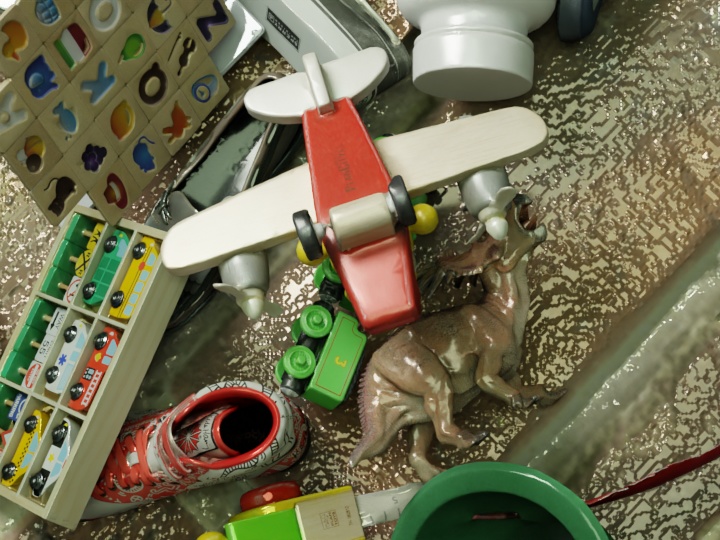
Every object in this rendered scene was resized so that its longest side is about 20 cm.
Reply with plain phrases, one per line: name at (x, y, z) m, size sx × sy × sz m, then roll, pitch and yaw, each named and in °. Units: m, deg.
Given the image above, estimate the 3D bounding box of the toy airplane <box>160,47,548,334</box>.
toy airplane at (-0.003, -0.044, 1.233) m, size 0.199 × 0.142 × 0.200 m, roll 14°, pitch 53°, yaw 33°

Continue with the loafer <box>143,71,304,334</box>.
loafer at (-0.105, -0.051, 1.322) m, size 0.071 × 0.063 × 0.201 m, roll 30°, pitch 83°, yaw 11°

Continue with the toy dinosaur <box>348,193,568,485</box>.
toy dinosaur at (0.052, 0.053, 1.266) m, size 0.199 × 0.086 × 0.136 m, roll -34°, pitch 77°, yaw -14°

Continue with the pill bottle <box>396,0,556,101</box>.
pill bottle at (0.080, -0.223, 1.314) m, size 0.110 × 0.111 × 0.202 m, roll 2°, pitch 80°, yaw 6°

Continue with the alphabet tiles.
alphabet tiles at (-0.163, -0.134, 1.267) m, size 0.006 × 0.167 × 0.200 m, roll 15°, pitch 57°, yaw 42°

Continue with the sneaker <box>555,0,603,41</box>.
sneaker at (0.189, -0.248, 1.331) m, size 0.081 × 0.070 × 0.202 m, roll 15°, pitch 83°, yaw 8°

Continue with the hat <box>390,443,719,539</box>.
hat at (0.144, 0.191, 1.277) m, size 0.198 × 0.175 × 0.168 m, roll -5°, pitch 94°, yaw 34°

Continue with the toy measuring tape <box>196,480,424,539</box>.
toy measuring tape at (-0.018, 0.168, 1.284) m, size 0.198 × 0.074 × 0.074 m, roll -11°, pitch 77°, yaw -20°

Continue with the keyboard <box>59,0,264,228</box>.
keyboard at (-0.154, -0.116, 1.355) m, size 0.200 × 0.011 × 0.056 m, roll -45°, pitch 80°, yaw 3°

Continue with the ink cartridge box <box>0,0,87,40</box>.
ink cartridge box at (-0.212, -0.251, 1.329) m, size 0.143 × 0.145 × 0.202 m, roll 22°, pitch 82°, yaw 8°

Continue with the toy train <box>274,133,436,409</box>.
toy train at (0.000, 0.000, 1.301) m, size 0.056 × 0.042 × 0.202 m, roll 25°, pitch 70°, yaw -6°

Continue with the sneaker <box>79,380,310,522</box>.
sneaker at (-0.135, 0.116, 1.270) m, size 0.199 × 0.108 × 0.068 m, roll -11°, pitch 78°, yaw 3°

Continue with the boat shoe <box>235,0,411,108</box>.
boat shoe at (-0.043, -0.196, 1.348) m, size 0.063 × 0.071 × 0.200 m, roll -30°, pitch 72°, yaw -27°

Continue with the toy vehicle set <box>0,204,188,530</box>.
toy vehicle set at (-0.192, 0.060, 1.290) m, size 0.124 × 0.026 × 0.202 m, roll 15°, pitch 78°, yaw 48°
